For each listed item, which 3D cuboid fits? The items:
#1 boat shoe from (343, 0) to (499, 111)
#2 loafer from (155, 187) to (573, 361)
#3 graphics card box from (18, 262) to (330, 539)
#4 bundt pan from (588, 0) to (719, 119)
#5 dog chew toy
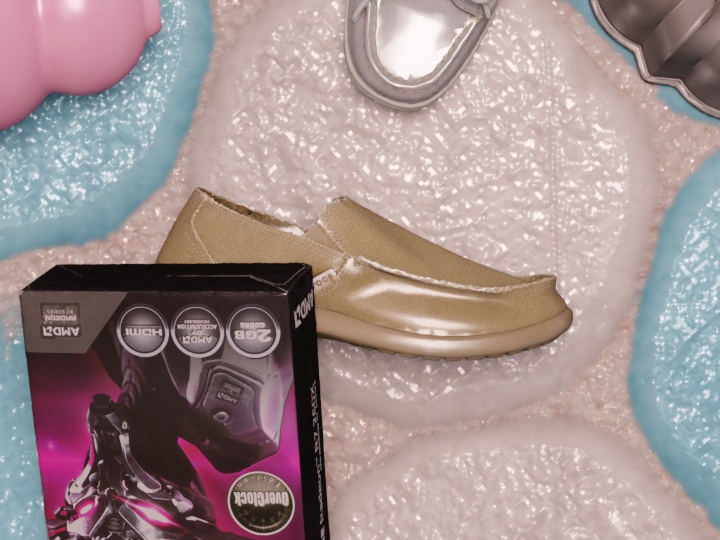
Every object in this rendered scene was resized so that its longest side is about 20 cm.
[{"bbox_3d":[0.046,-0.173,0.802,0.074,0.065,0.202,25,90,2],"label":"boat shoe"},{"bbox_3d":[0.000,0.000,0.797,0.200,0.076,0.068,5,96,2],"label":"loafer"},{"bbox_3d":[-0.078,0.097,0.777,0.125,0.051,0.200,1,105,13],"label":"graphics card box"},{"bbox_3d":[0.200,-0.169,0.793,0.202,0.076,0.202,0,90,3],"label":"bundt pan"},{"bbox_3d":[-0.192,-0.114,0.787,0.200,0.125,0.125,-6,89,-7],"label":"dog chew toy"}]
